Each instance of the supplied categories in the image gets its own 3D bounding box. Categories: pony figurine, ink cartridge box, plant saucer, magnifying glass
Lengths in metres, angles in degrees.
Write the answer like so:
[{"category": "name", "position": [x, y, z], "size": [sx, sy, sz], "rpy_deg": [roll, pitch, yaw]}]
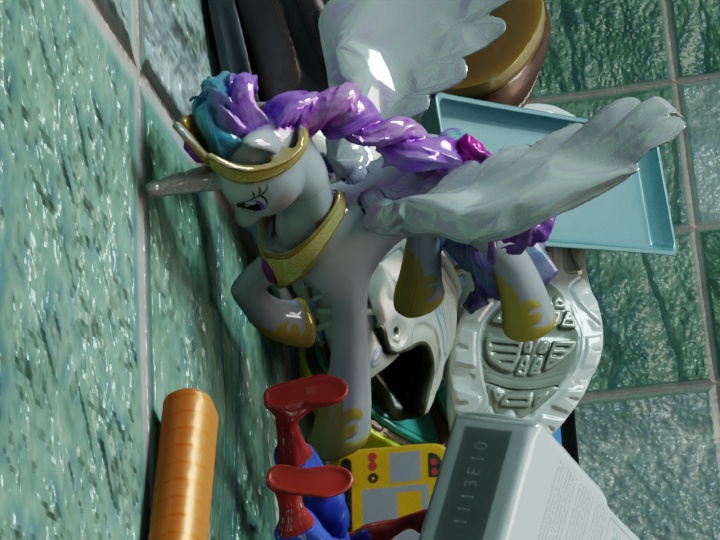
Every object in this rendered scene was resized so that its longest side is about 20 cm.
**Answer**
[{"category": "pony figurine", "position": [0.021, -0.032, 0.794], "size": [0.167, 0.192, 0.200], "rpy_deg": [55, -8, 38]}, {"category": "ink cartridge box", "position": [0.065, 0.186, 0.840], "size": [0.174, 0.043, 0.201], "rpy_deg": [47, 55, -53]}, {"category": "plant saucer", "position": [0.096, -0.044, 0.975], "size": [0.199, 0.019, 0.070], "rpy_deg": [3, 76, -50]}, {"category": "magnifying glass", "position": [-0.063, 0.127, 0.645], "size": [0.080, 0.022, 0.201], "rpy_deg": [73, 12, -49]}]

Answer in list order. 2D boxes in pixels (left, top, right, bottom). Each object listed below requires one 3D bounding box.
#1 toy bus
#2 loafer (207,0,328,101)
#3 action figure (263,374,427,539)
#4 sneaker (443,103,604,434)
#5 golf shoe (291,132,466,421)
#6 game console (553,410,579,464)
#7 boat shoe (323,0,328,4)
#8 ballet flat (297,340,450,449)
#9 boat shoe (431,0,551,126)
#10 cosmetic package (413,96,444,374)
[{"category": "toy bus", "position": [0.027, 0.157, 1.015], "size": [0.200, 0.078, 0.066], "rpy_deg": [67, 18, -60]}, {"category": "loafer", "position": [-0.041, -0.164, 0.875], "size": [0.072, 0.063, 0.201], "rpy_deg": [-68, 150, -73]}, {"category": "action figure", "position": [0.011, 0.123, 0.849], "size": [0.201, 0.098, 0.066], "rpy_deg": [89, 0, -54]}, {"category": "sneaker", "position": [0.083, 0.018, 1.043], "size": [0.099, 0.077, 0.201], "rpy_deg": [122, -16, -64]}, {"category": "golf shoe", "position": [0.000, 0.000, 0.907], "size": [0.200, 0.078, 0.098], "rpy_deg": [46, 38, -52]}, {"category": "game console", "position": [0.078, 0.064, 1.301], "size": [0.176, 0.116, 0.201], "rpy_deg": [68, 17, -60]}, {"category": "boat shoe", "position": [-0.011, -0.219, 0.963], "size": [0.093, 0.074, 0.201], "rpy_deg": [22, -51, 54]}, {"category": "ballet flat", "position": [0.021, 0.083, 1.033], "size": [0.199, 0.067, 0.067], "rpy_deg": [17, 42, -49]}, {"category": "boat shoe", "position": [0.069, -0.128, 1.041], "size": [0.201, 0.070, 0.071], "rpy_deg": [-83, 159, -54]}, {"category": "cosmetic package", "position": [0.026, -0.062, 1.104], "size": [0.151, 0.051, 0.201], "rpy_deg": [-75, 158, -60]}]
